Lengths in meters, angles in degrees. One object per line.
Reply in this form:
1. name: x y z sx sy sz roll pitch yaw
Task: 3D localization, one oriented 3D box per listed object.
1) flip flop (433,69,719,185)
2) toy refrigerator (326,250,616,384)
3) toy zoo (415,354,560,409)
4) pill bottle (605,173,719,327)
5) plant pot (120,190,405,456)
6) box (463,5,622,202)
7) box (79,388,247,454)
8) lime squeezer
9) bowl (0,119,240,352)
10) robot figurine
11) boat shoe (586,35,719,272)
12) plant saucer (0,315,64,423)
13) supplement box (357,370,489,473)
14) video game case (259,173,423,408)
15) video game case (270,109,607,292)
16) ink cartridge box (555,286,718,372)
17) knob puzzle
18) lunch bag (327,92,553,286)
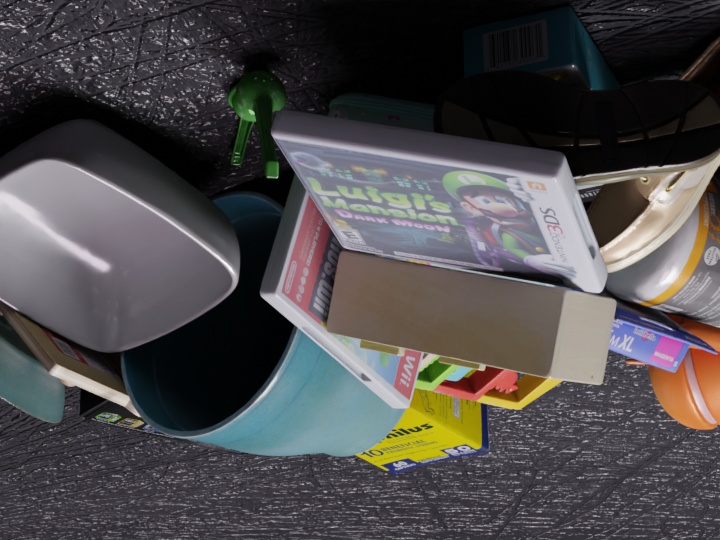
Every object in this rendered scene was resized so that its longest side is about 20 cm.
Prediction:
1. flip flop: 0.147 -0.092 1.387 0.198 0.082 0.058 -3 169 -7
2. toy refrigerator: 0.078 0.036 1.493 0.199 0.071 0.076 11 180 36
3. toy zoo: 0.134 0.067 1.759 0.199 0.021 0.131 15 132 -46
4. pill bottle: 0.290 -0.013 1.621 0.199 0.117 0.116 14 151 -31
5. plant pot: -0.059 0.064 1.663 0.199 0.202 0.187 -20 148 35
6. box: 0.145 -0.113 1.476 0.082 0.050 0.200 -10 154 20
7. box: -0.137 0.114 1.961 0.199 0.048 0.193 17 152 -35
8. lime squeezer: -0.071 -0.107 1.470 0.037 0.071 0.200 -14 -173 -10
9. bowl: -0.203 -0.033 1.570 0.200 0.075 0.199 35 139 -28
10. robot figurine: 0.339 0.075 1.814 0.199 0.117 0.144 -14 -168 26
11. boat shoe: 0.214 -0.088 1.443 0.069 0.074 0.200 32 103 -40
12. plant saucer: -0.313 0.047 1.702 0.036 0.200 0.200 -49 143 3
13. supplement box: 0.019 0.097 1.853 0.108 0.110 0.200 -17 151 30
14. video game case: 0.000 0.000 1.578 0.017 0.144 0.200 -1 152 34
15. video game case: 0.056 -0.044 1.383 0.198 0.024 0.182 11 159 21
16. ink cartridge box: 0.181 0.023 1.638 0.119 0.042 0.200 20 -169 -36
17. knob puzzle: -0.234 0.066 1.706 0.031 0.220 0.219 -52 139 7
18. lunch bag: 0.067 -0.054 1.513 0.159 0.078 0.200 10 162 35
